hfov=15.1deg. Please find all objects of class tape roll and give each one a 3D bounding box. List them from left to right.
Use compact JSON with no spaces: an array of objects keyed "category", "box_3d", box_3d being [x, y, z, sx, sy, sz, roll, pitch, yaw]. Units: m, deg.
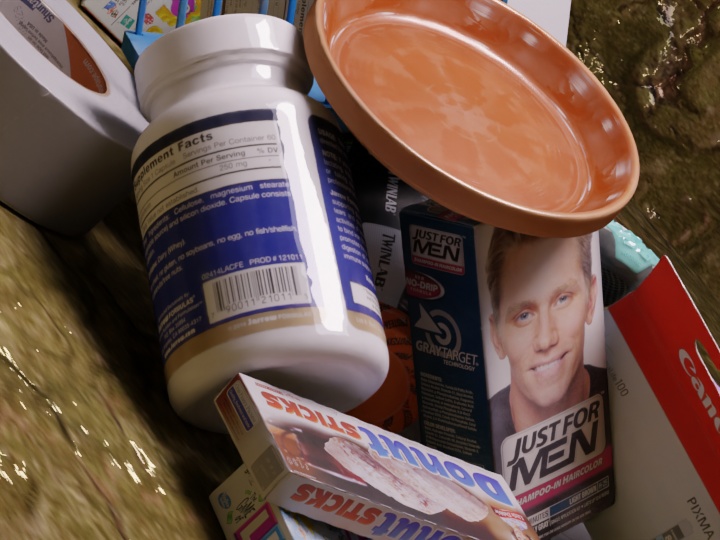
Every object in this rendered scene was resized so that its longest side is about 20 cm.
[{"category":"tape roll","box_3d":[-0.197,-0.113,1.499,0.200,0.066,0.200,44,12,-12]}]

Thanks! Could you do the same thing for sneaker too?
[{"category":"sneaker","box_3d":[0.104,0.019,1.612,0.078,0.091,0.200,37,-22,-17]}]

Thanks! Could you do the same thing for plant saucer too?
[{"category":"plant saucer","box_3d":[0.058,-0.088,1.463,0.200,0.032,0.200,22,35,-16]}]

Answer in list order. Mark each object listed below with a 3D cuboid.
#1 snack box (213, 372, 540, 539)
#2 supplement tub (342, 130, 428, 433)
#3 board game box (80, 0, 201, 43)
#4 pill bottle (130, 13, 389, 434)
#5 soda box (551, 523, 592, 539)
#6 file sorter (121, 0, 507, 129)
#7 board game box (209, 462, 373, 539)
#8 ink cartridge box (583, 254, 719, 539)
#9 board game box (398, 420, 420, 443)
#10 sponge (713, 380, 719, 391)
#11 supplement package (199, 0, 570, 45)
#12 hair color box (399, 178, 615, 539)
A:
[{"category":"snack box","box_3d":[0.014,0.109,1.369,0.200,0.024,0.072,24,25,-42]},{"category":"supplement tub","box_3d":[0.000,0.000,1.608,0.123,0.122,0.200,41,30,-25]},{"category":"board game box","box_3d":[-0.094,-0.170,1.986,0.200,0.105,0.103,45,11,-14]},{"category":"pill bottle","box_3d":[-0.057,-0.025,1.418,0.116,0.116,0.200,30,44,-56]},{"category":"soda box","box_3d":[0.149,0.207,1.672,0.200,0.063,0.068,54,12,32]},{"category":"file sorter","box_3d":[-0.025,-0.159,1.591,0.200,0.123,0.139,4,18,-15]},{"category":"board game box","box_3d":[0.019,0.185,1.338,0.200,0.034,0.134,38,14,-37]},{"category":"ink cartridge box","box_3d":[0.164,0.098,1.547,0.160,0.047,0.200,63,-19,13]},{"category":"board game box","box_3d":[0.009,0.045,1.775,0.200,0.041,0.200,51,12,20]},{"category":"sponge","box_3d":[0.210,0.150,1.835,0.112,0.030,0.200,47,-35,35]},{"category":"supplement package","box_3d":[0.012,-0.131,1.817,0.200,0.151,0.152,15,15,39]},{"category":"hair color box","box_3d":[0.084,0.051,1.522,0.100,0.200,0.060,-22,25,-39]}]
